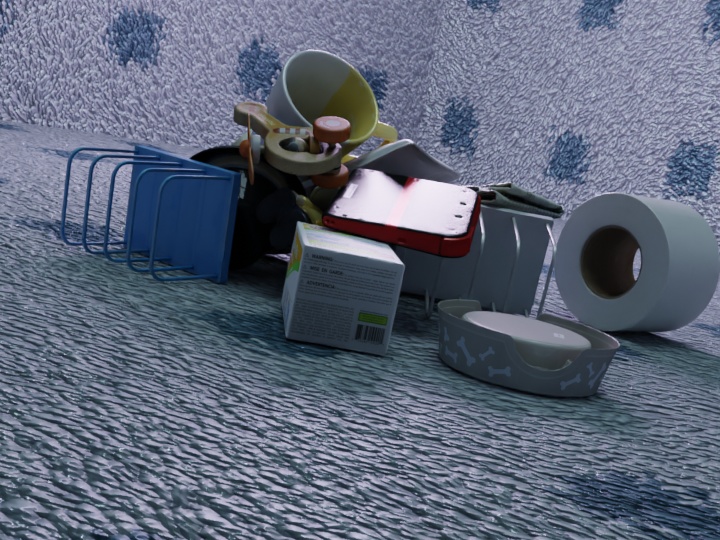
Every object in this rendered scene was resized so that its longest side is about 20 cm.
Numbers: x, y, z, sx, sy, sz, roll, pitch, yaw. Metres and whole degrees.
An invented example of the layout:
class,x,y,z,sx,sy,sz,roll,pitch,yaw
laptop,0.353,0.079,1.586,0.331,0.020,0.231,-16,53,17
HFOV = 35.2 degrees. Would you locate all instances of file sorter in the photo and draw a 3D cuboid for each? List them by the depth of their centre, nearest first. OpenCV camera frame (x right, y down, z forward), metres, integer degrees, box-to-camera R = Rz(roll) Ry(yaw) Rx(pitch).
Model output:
class,x,y,z,sx,sy,sz,roll,pitch,yaw
file sorter,-0.268,-0.073,1.426,0.200,0.139,0.122,18,15,39
file sorter,0.145,-0.004,1.479,0.199,0.139,0.125,11,20,-2

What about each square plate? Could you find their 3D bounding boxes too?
class,x,y,z,sx,sy,sz,roll,pitch,yaw
square plate,0.021,-0.128,1.615,0.197,0.029,0.200,-21,-17,20

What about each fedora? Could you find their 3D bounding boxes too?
class,x,y,z,sx,sy,sz,roll,pitch,yaw
fedora,-0.163,-0.067,1.495,0.200,0.201,0.092,10,50,-6

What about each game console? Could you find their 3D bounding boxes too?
class,x,y,z,sx,sy,sz,roll,pitch,yaw
game console,0.056,-0.073,1.396,0.176,0.031,0.200,10,23,7

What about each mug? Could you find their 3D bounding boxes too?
class,x,y,z,sx,sy,sz,roll,pitch,yaw
mug,-0.063,-0.186,1.572,0.186,0.153,0.150,42,46,-6

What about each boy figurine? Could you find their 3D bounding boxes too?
class,x,y,z,sx,sy,sz,roll,pitch,yaw
boy figurine,-0.052,-0.044,1.457,0.200,0.064,0.125,18,40,-60

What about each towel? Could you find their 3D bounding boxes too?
class,x,y,z,sx,sy,sz,roll,pitch,yaw
towel,0.164,-0.103,1.623,0.192,0.035,0.200,6,-1,36

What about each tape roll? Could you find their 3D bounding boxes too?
class,x,y,z,sx,sy,sz,roll,pitch,yaw
tape roll,0.407,-0.010,1.676,0.139,0.204,0.202,4,11,-42

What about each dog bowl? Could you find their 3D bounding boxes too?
class,x,y,z,sx,sy,sz,roll,pitch,yaw
dog bowl,0.176,0.084,1.236,0.199,0.059,0.200,11,9,-2

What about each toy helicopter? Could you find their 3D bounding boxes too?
class,x,y,z,sx,sy,sz,roll,pitch,yaw
toy helicopter,-0.109,-0.165,1.425,0.132,0.079,0.200,-17,36,-30

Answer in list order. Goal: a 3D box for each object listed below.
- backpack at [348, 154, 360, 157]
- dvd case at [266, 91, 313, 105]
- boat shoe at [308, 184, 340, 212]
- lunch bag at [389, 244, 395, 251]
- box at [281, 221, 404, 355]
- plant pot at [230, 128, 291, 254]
class,x,y,z,sx,sy,sz,roll,pitch,yaw
backpack,0.028,-0.096,1.816,0.199,0.177,0.153,7,7,1
dvd case,-0.076,-0.221,1.724,0.148,0.016,0.200,8,-13,-9
boat shoe,-0.030,-0.096,1.552,0.067,0.057,0.200,8,-19,8
lunch bag,0.134,-0.020,1.677,0.199,0.128,0.170,22,2,-11
box,-0.025,0.015,1.271,0.112,0.102,0.200,11,8,-7
plant pot,-0.127,-0.101,1.691,0.134,0.201,0.200,36,16,18
